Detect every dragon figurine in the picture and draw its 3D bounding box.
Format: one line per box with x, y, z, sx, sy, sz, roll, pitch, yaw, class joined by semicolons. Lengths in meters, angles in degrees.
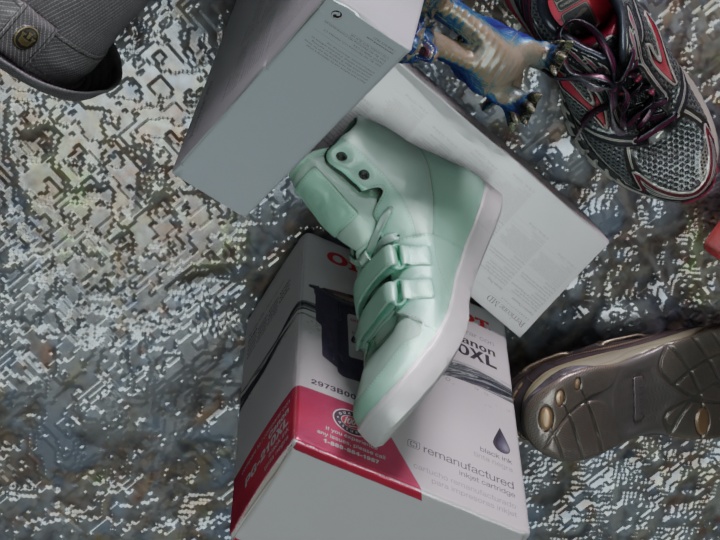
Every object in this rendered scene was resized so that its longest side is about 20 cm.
0.057;-0.125;0.917;0.099;0.200;0.059;31;98;-2;dragon figurine

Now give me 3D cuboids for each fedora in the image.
-0.174;-0.180;0.856;0.090;0.177;0.200;-39;128;15;fedora

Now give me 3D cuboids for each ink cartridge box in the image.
0.010;0.085;0.968;0.144;0.200;0.084;24;121;-15;ink cartridge box

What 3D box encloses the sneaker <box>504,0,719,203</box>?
0.146;-0.115;0.984;0.081;0.075;0.200;-37;112;8;sneaker

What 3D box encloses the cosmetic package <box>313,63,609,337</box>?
0.048;-0.055;1.007;0.200;0.051;0.083;39;100;-19;cosmetic package

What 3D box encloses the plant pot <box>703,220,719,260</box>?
0.331;-0.041;0.988;0.200;0.200;0.178;27;95;-17;plant pot

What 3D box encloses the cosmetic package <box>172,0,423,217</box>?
-0.018;-0.145;0.858;0.052;0.201;0.151;32;136;-19;cosmetic package

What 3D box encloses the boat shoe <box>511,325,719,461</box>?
0.176;0.067;1.062;0.199;0.073;0.075;-5;105;-28;boat shoe

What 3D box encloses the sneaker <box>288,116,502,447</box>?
0.000;0.000;0.904;0.118;0.201;0.074;31;133;-10;sneaker
